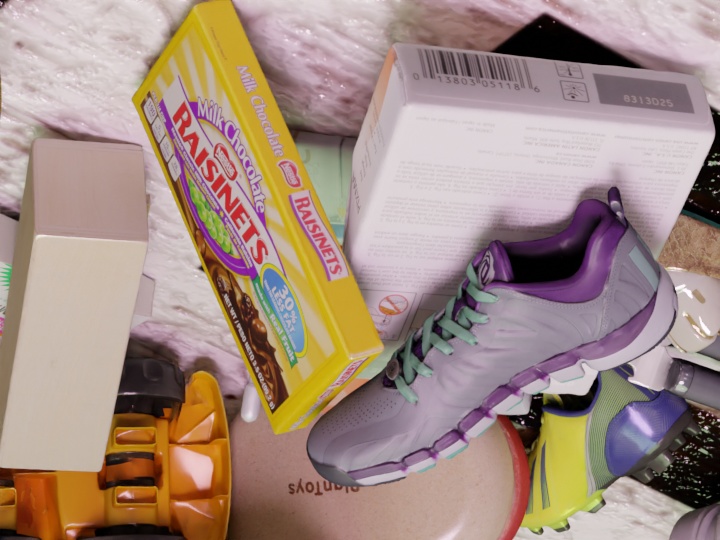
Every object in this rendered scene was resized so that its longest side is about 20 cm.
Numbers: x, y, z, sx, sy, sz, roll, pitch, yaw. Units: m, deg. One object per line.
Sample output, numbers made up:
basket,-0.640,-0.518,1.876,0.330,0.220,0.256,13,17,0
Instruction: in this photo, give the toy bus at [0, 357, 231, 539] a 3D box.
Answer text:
toy bus,-0.195,0.136,1.614,0.199,0.136,0.192,1,169,-13

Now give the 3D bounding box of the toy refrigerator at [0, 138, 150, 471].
toy refrigerator,-0.164,0.023,1.438,0.070,0.076,0.200,3,136,-12

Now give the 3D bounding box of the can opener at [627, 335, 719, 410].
can opener,0.191,0.048,1.445,0.199,0.053,0.066,19,-178,-9

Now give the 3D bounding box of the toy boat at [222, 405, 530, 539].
toy boat,0.018,0.135,1.595,0.199,0.131,0.131,-7,175,30

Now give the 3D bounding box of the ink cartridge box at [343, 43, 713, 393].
ink cartridge box,0.070,-0.022,1.273,0.162,0.050,0.200,5,139,-16

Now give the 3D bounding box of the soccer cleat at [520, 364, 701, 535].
soccer cleat,0.135,0.103,1.550,0.084,0.065,0.200,47,149,0

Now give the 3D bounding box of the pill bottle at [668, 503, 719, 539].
pill bottle,0.290,0.170,1.536,0.200,0.112,0.112,-19,138,41

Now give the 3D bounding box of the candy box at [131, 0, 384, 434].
candy box,-0.055,-0.027,1.277,0.026,0.200,0.102,-14,162,-33

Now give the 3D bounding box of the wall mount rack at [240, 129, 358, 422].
wall mount rack,0.000,0.000,1.357,0.199,0.075,0.174,7,126,12

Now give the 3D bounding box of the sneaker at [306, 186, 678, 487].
sneaker,0.052,0.028,1.234,0.200,0.074,0.088,-29,126,3

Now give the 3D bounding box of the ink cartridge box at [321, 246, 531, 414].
ink cartridge box,0.003,0.016,1.446,0.162,0.050,0.200,-1,149,19

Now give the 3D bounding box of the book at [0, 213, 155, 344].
book,-0.235,0.026,1.557,0.133,0.048,0.200,23,147,-29

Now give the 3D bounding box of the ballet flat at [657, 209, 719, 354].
ballet flat,0.205,0.021,1.367,0.199,0.065,0.071,20,149,-13
